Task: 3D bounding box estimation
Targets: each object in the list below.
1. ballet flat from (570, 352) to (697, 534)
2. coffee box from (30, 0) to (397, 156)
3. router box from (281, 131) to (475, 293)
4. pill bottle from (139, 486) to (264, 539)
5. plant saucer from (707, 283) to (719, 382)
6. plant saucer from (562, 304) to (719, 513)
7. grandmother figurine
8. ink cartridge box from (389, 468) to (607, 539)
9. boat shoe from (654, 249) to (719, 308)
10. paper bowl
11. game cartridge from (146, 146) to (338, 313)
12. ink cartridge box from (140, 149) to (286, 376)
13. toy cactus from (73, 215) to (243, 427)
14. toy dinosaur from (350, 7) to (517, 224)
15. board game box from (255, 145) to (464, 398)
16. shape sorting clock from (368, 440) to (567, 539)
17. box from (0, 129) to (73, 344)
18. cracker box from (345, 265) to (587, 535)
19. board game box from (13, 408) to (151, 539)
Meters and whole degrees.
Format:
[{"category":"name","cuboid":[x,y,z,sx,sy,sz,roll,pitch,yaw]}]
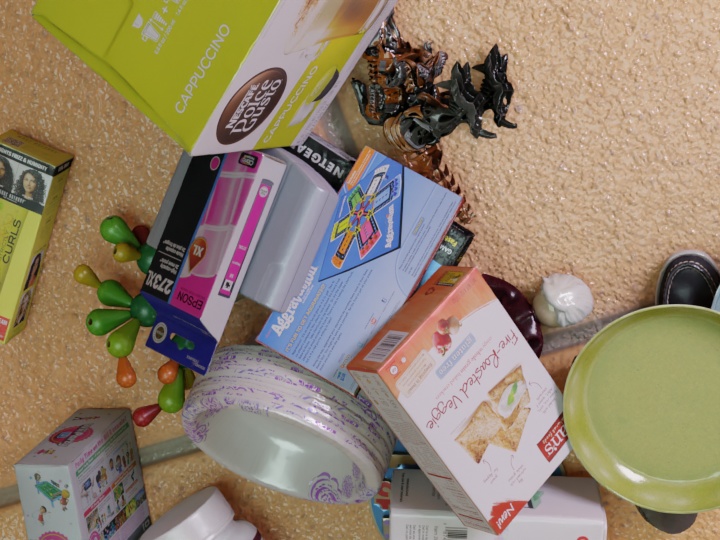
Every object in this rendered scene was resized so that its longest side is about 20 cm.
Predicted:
[{"category":"ballet flat","cuboid":[0.254,0.160,1.452,0.067,0.046,0.201,-37,103,-10]},{"category":"coffee box","cuboid":[-0.114,-0.237,1.310,0.200,0.198,0.200,41,112,16]},{"category":"router box","cuboid":[-0.016,-0.022,1.430,0.199,0.051,0.150,32,100,9]},{"category":"pill bottle","cuboid":[-0.128,0.326,1.556,0.114,0.114,0.201,-32,98,21]},{"category":"plant saucer","cuboid":[0.402,0.046,1.364,0.199,0.036,0.201,0,103,1]},{"category":"plant saucer","cuboid":[0.278,0.118,1.359,0.199,0.031,0.201,4,111,11]},{"category":"grandmother figurine","cuboid":[0.123,0.058,1.444,0.199,0.061,0.122,-26,92,17]},{"category":"ink cartridge box","cuboid":[0.126,0.272,1.459,0.199,0.084,0.146,2,113,3]},{"category":"boat shoe","cuboid":[0.305,0.083,1.402,0.073,0.060,0.201,-1,107,13]},{"category":"paper bowl","cuboid":[-0.060,0.131,1.456,0.199,0.105,0.201,17,151,10]},{"category":"game cartridge","cuboid":[-0.109,-0.054,1.398,0.199,0.041,0.134,24,96,44]},{"category":"ink cartridge box","cuboid":[-0.138,-0.016,1.366,0.094,0.037,0.201,21,92,44]},{"category":"toy cactus","cuboid":[-0.183,0.037,1.499,0.164,0.102,0.201,-18,76,-5]},{"category":"toy dinosaur","cuboid":[0.064,-0.145,1.392,0.135,0.102,0.200,-16,121,33]},{"category":"board game box","cuboid":[0.000,0.000,1.370,0.103,0.019,0.201,29,83,8]},{"category":"shape sorting clock","cuboid":[0.104,0.221,1.507,0.199,0.039,0.201,4,108,13]},{"category":"box","cuboid":[-0.350,-0.033,1.536,0.075,0.050,0.201,24,111,5]},{"category":"cracker box","cuboid":[0.097,0.114,1.358,0.200,0.134,0.058,54,156,-22]},{"category":"board game box","cuboid":[-0.271,0.258,1.555,0.064,0.148,0.201,-2,106,17]}]
